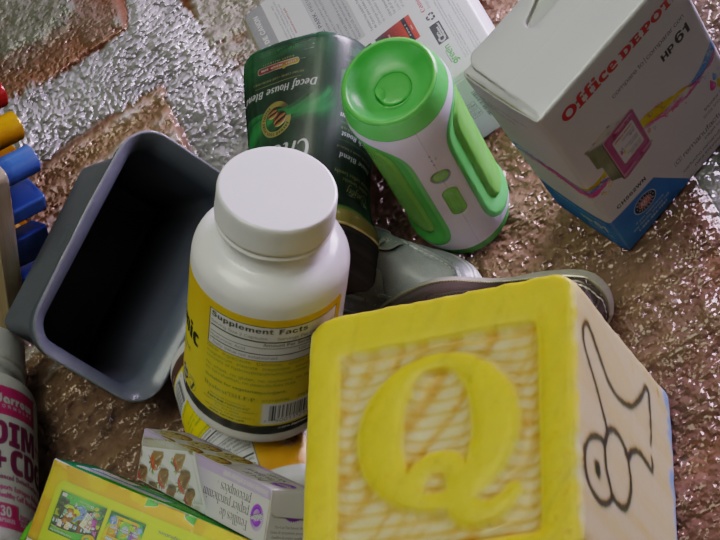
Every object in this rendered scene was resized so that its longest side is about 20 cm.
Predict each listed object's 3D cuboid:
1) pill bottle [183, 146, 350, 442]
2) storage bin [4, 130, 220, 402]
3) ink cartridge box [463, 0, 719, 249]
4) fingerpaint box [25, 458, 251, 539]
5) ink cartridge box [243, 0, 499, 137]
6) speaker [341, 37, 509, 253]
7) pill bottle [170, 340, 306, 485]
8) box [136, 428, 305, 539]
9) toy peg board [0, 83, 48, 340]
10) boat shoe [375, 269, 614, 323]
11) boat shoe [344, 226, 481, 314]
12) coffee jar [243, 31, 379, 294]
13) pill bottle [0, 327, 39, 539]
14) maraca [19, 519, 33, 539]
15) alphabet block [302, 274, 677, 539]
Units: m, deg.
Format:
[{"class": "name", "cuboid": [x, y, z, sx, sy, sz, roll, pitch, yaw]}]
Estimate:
[{"class": "pill bottle", "cuboid": [-0.065, 0.016, 1.313, 0.110, 0.201, 0.112, 5, 45, -5]}, {"class": "storage bin", "cuboid": [-0.198, 0.000, 1.563, 0.134, 0.145, 0.201, 1, 62, 60]}, {"class": "ink cartridge box", "cuboid": [0.180, -0.129, 1.365, 0.145, 0.200, 0.085, -49, 52, -3]}, {"class": "fingerpaint box", "cuboid": [-0.144, 0.244, 1.316, 0.198, 0.073, 0.168, 18, 86, 22]}, {"class": "ink cartridge box", "cuboid": [0.020, -0.176, 1.556, 0.175, 0.084, 0.201, -34, 53, 12]}, {"class": "speaker", "cuboid": [0.051, -0.090, 1.412, 0.088, 0.200, 0.089, -9, 61, 16]}, {"class": "pill bottle", "cuboid": [-0.070, 0.138, 1.418, 0.109, 0.109, 0.201, -29, 54, 12]}, {"class": "box", "cuboid": [-0.095, 0.149, 1.317, 0.199, 0.041, 0.039, 14, 96, 58]}, {"class": "toy peg board", "cuboid": [-0.324, -0.080, 1.645, 0.097, 0.201, 0.199, -31, 56, -27]}, {"class": "boat shoe", "cuboid": [0.086, 0.045, 1.398, 0.198, 0.073, 0.060, -8, 18, 22]}, {"class": "boat shoe", "cuboid": [0.000, -0.001, 1.478, 0.199, 0.072, 0.071, 11, 70, 33]}, {"class": "coffee jar", "cuboid": [-0.038, -0.072, 1.435, 0.103, 0.085, 0.202, -14, 64, 28]}, {"class": "pill bottle", "cuboid": [-0.319, 0.152, 1.549, 0.112, 0.113, 0.202, -20, 56, 19]}, {"class": "maraca", "cuboid": [-0.165, 0.230, 1.430, 0.198, 0.107, 0.138, 3, 67, 2]}, {"class": "alphabet block", "cuboid": [0.091, 0.142, 1.268, 0.195, 0.200, 0.197, -13, 58, 23]}]
